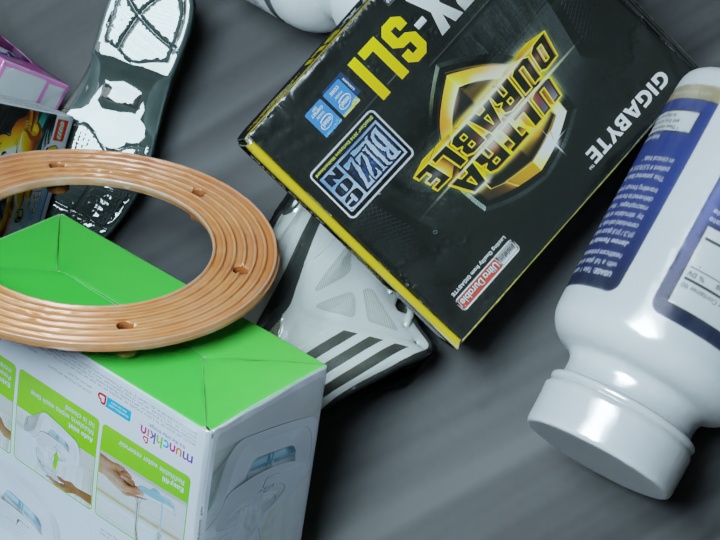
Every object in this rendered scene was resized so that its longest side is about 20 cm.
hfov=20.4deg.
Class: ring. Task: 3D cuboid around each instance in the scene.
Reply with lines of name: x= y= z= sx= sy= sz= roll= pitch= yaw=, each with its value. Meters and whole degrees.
ring: x=-0.141 y=-0.010 z=1.043 sx=0.198 sy=0.019 sz=0.201 roll=5 pitch=30 yaw=-3

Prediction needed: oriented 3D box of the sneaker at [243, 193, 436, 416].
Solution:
sneaker: x=0.000 y=0.000 z=1.124 sx=0.115 sy=0.076 sz=0.201 roll=34 pitch=58 yaw=-5

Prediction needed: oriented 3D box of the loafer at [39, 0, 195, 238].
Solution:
loafer: x=-0.152 y=-0.089 z=1.230 sx=0.071 sy=0.063 sz=0.201 roll=26 pitch=92 yaw=2

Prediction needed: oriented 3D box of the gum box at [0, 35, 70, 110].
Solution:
gum box: x=-0.274 y=-0.066 z=1.235 sx=0.113 sy=0.066 sz=0.201 roll=32 pitch=97 yaw=31

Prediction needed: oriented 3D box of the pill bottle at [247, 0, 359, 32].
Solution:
pill bottle: x=-0.040 y=-0.212 z=1.196 sx=0.199 sy=0.116 sz=0.116 roll=32 pitch=83 yaw=30

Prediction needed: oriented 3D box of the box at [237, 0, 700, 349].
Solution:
box: x=0.057 y=-0.087 z=1.059 sx=0.160 sy=0.049 sz=0.200 roll=43 pitch=85 yaw=-8

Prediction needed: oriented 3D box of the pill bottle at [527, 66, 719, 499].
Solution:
pill bottle: x=0.166 y=0.009 z=1.012 sx=0.111 sy=0.111 sz=0.201 roll=25 pitch=79 yaw=30

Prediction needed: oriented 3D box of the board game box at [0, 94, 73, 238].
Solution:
board game box: x=-0.234 y=-0.003 z=1.147 sx=0.034 sy=0.126 sz=0.202 roll=18 pitch=95 yaw=20

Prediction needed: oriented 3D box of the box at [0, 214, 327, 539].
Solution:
box: x=-0.130 y=0.098 z=1.058 sx=0.199 sy=0.096 sz=0.178 roll=27 pitch=125 yaw=31
